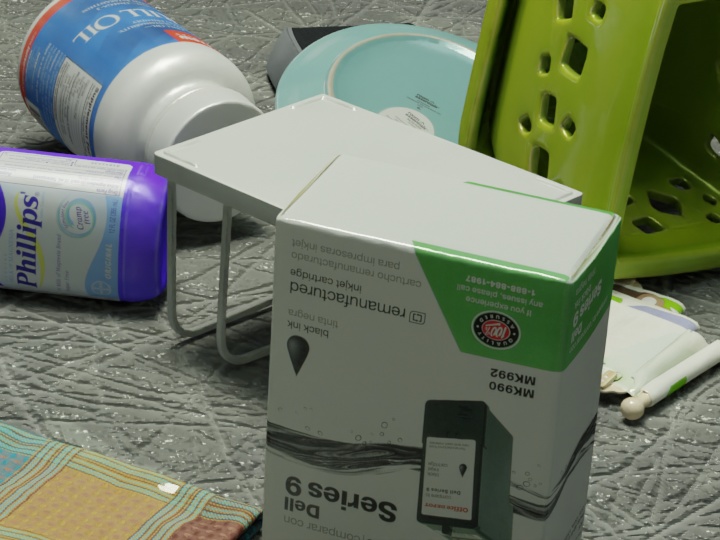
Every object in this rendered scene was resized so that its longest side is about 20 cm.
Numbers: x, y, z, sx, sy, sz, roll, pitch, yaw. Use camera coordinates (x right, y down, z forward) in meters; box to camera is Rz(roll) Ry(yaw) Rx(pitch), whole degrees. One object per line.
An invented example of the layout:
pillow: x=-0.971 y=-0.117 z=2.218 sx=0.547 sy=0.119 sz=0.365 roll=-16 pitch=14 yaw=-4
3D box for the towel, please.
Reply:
towel: x=-0.165 y=0.122 z=1.223 sx=0.199 sy=0.022 sz=0.147 roll=15 pitch=27 yaw=21

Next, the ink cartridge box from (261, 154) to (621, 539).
ink cartridge box: x=0.035 y=0.062 z=1.174 sx=0.145 sy=0.201 sz=0.084 roll=12 pitch=28 yaw=17

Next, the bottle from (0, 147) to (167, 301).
bottle: x=-0.211 y=-0.032 z=1.474 sx=0.199 sy=0.084 sz=0.065 roll=7 pitch=25 yaw=4

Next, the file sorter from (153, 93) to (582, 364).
file sorter: x=0.000 y=0.000 z=1.392 sx=0.200 sy=0.125 sz=0.139 roll=24 pitch=32 yaw=37

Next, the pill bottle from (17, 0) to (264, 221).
pill bottle: x=-0.136 y=-0.106 z=1.617 sx=0.112 sy=0.113 sz=0.200 roll=-11 pitch=29 yaw=-30

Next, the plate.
plate: x=0.042 y=-0.108 z=1.673 sx=0.199 sy=0.026 sz=0.201 roll=8 pitch=45 yaw=-8

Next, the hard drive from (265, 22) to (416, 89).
hard drive: x=0.016 y=-0.130 z=1.776 sx=0.134 sy=0.042 sz=0.200 roll=-4 pitch=26 yaw=-17

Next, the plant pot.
plant pot: x=0.181 y=-0.127 z=1.581 sx=0.198 sy=0.201 sz=0.181 roll=-7 pitch=30 yaw=-39

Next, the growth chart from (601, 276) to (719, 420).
growth chart: x=0.128 y=0.027 z=1.483 sx=0.200 sy=0.018 sz=0.144 roll=24 pitch=31 yaw=36
